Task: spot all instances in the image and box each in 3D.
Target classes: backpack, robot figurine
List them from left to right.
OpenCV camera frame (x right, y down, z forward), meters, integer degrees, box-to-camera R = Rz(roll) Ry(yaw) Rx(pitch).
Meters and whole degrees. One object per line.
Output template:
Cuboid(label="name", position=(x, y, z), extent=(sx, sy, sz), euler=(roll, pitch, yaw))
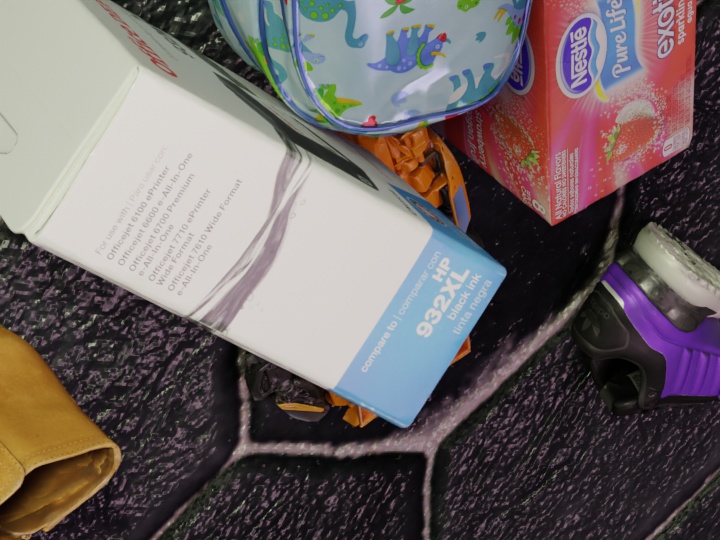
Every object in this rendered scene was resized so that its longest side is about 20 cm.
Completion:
Cuboid(label="robot figurine", position=(0.000, 0.000, 1.286), extent=(0.145, 0.058, 0.200), euler=(-34, 141, -14))
Cuboid(label="backpack", position=(0.003, -0.155, 1.084), extent=(0.163, 0.154, 0.201), euler=(-15, 140, -29))

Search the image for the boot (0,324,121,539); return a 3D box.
Cuboid(label="boot", position=(-0.212, 0.079, 1.073), extent=(0.201, 0.144, 0.071), euler=(-25, 137, -27))

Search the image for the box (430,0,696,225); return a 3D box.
Cuboid(label="box", position=(0.092, -0.135, 1.224), extent=(0.095, 0.100, 0.201), euler=(-30, 140, -23))

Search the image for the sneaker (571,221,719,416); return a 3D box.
Cuboid(label="sneaker", position=(0.182, 0.047, 1.513), extent=(0.100, 0.070, 0.200), euler=(-46, 140, 9))

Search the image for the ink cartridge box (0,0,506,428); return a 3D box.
Cuboid(label="ink cartridge box", position=(-0.060, -0.033, 1.081), extent=(0.200, 0.145, 0.084), euler=(28, 100, -34))
